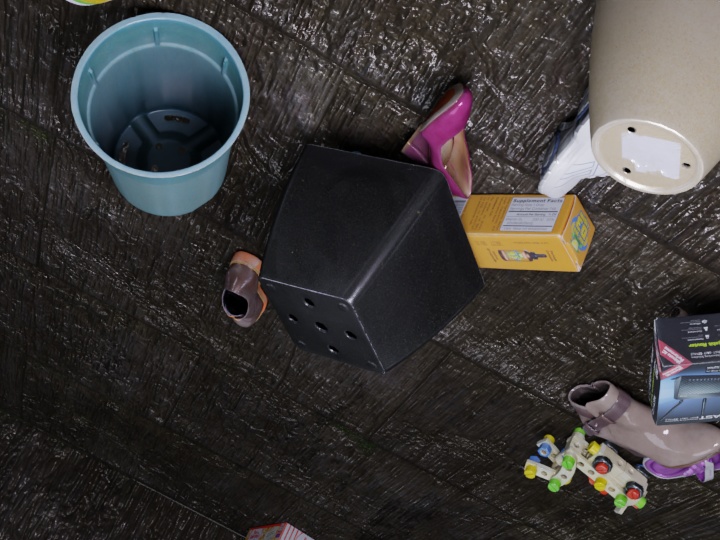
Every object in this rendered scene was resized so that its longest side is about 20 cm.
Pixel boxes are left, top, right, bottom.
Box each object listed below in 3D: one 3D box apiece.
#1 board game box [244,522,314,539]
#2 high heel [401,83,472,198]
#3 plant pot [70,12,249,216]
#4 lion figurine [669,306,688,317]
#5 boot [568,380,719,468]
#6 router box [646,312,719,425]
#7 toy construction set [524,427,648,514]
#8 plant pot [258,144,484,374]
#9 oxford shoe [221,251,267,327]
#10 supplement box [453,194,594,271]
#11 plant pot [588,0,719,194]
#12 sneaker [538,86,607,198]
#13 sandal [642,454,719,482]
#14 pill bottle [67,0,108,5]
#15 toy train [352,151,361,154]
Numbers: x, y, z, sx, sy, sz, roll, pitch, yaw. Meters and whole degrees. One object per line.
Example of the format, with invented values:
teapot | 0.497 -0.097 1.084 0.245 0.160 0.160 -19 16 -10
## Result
board game box | -0.171 0.663 3.079 0.151 0.047 0.200 36 151 -18
high heel | 0.110 -0.138 1.403 0.096 0.068 0.200 38 167 -2
plant pot | -0.232 -0.166 1.531 0.199 0.202 0.196 24 161 2
lion figurine | 0.435 0.080 1.506 0.122 0.073 0.199 33 149 -30
boot | 0.383 0.204 1.772 0.146 0.071 0.199 40 149 -22
router box | 0.424 0.108 1.443 0.198 0.063 0.150 -5 148 7
toy construction set | 0.359 0.313 1.956 0.199 0.093 0.131 28 137 -16
plant pot | 0.000 0.000 1.496 0.199 0.178 0.200 13 146 33
oxford shoe | -0.187 0.046 1.977 0.071 0.073 0.201 21 153 8
supplement box | 0.170 -0.046 1.518 0.199 0.069 0.067 5 146 38
plant pot | 0.264 -0.170 1.069 0.186 0.201 0.188 20 152 11
sneaker | 0.242 -0.122 1.318 0.086 0.075 0.200 23 154 -5
sandal | 0.473 0.275 1.837 0.082 0.050 0.203 30 153 -8
pill bottle | -0.228 -0.337 1.297 0.199 0.112 0.111 -2 142 43
toy train | 0.000 -0.066 1.639 0.149 0.056 0.200 5 146 36
